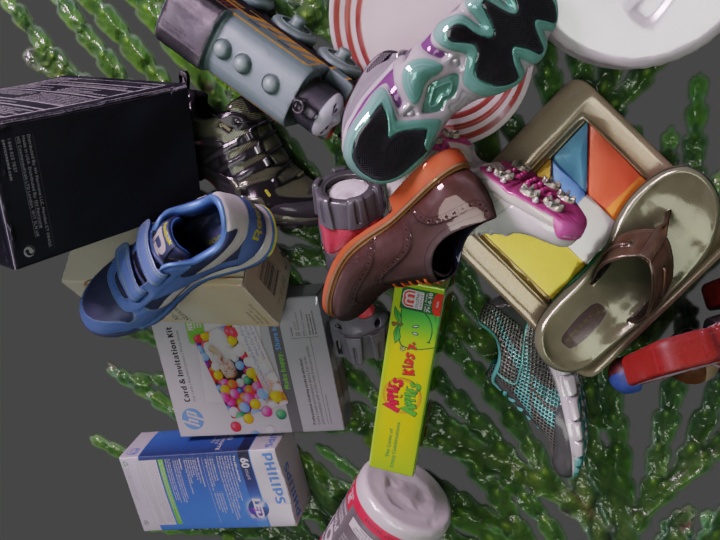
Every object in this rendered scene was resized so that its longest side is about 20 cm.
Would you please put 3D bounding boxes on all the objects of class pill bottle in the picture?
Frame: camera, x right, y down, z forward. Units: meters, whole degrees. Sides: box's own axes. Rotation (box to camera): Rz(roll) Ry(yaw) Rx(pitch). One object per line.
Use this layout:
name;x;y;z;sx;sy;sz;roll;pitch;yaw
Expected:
pill bottle;0.009;0.312;0.897;0.110;0.111;0.201;29;114;3

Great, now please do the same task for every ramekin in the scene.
ramekin;0.216;-0.255;0.636;0.198;0.098;0.203;5;111;13

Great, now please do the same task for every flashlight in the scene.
flashlight;0.000;0.000;0.786;0.067;0.068;0.202;22;138;36

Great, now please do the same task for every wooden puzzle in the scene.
wooden puzzle;0.194;-0.037;0.718;0.200;0.037;0.185;45;101;8

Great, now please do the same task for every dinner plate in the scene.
dinner plate;0.061;-0.204;0.711;0.198;0.024;0.202;20;130;24

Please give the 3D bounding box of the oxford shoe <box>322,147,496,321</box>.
oxford shoe;0.034;-0.008;0.679;0.073;0.071;0.200;54;132;16

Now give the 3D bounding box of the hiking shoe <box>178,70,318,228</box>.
hiking shoe;-0.104;-0.114;0.785;0.198;0.076;0.101;25;118;5

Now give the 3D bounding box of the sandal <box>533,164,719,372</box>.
sandal;0.224;0.007;0.673;0.079;0.057;0.202;36;100;3

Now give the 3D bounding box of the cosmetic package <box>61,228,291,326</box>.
cosmetic package;-0.181;0.002;0.820;0.198;0.074;0.104;0;154;19

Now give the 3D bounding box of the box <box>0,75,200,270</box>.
box;-0.284;-0.099;0.739;0.198;0.198;0.125;13;118;37

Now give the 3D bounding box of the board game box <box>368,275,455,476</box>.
board game box;0.053;0.087;0.805;0.047;0.102;0.202;11;113;9

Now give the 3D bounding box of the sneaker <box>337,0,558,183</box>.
sneaker;0.055;-0.166;0.660;0.199;0.140;0.078;-38;115;6

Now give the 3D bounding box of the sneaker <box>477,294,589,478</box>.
sneaker;0.170;0.108;0.804;0.090;0.078;0.202;-11;98;22

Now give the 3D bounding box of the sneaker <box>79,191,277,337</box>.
sneaker;-0.173;-0.010;0.717;0.199;0.082;0.074;-31;71;9

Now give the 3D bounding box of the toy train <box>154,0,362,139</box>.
toy train;-0.086;-0.187;0.724;0.199;0.114;0.086;38;117;7

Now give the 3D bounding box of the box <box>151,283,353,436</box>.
box;-0.119;0.100;0.890;0.198;0.041;0.158;-5;108;17

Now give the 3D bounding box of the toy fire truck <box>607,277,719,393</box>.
toy fire truck;0.295;0.062;0.678;0.166;0.200;0.114;-13;78;1

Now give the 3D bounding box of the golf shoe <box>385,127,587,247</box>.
golf shoe;0.100;-0.057;0.700;0.199;0.075;0.092;33;119;35

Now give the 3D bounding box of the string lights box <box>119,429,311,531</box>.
string lights box;-0.167;0.240;0.945;0.198;0.059;0.104;-7;109;17
